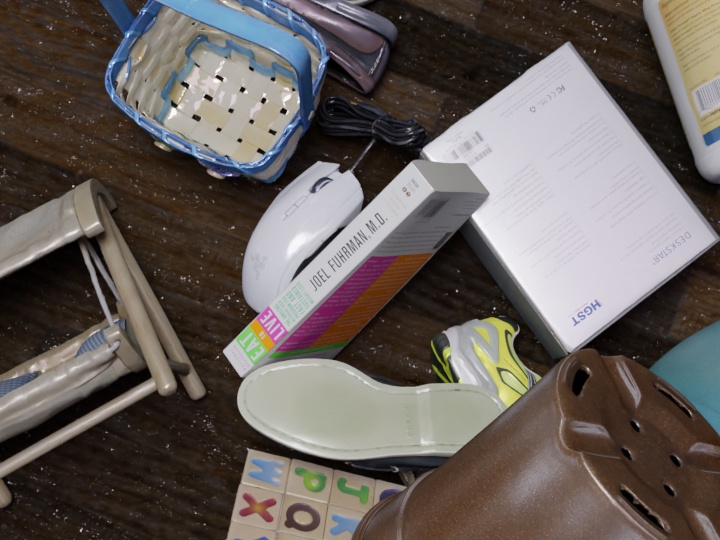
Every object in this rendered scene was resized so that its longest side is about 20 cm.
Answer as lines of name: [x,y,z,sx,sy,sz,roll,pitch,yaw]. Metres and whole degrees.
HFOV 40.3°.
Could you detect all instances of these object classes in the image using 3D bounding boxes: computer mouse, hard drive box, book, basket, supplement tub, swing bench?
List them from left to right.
swing bench: [-0.258,0.053,0.767,0.197,0.130,0.202,-29,82,-3]
basket: [-0.108,-0.155,0.755,0.174,0.200,0.141,26,75,11]
computer mouse: [-0.036,-0.055,0.808,0.109,0.044,0.202,29,83,34]
book: [0.000,0.000,0.733,0.200,0.133,0.048,-44,77,20]
hard drive box: [0.164,-0.054,0.805,0.155,0.077,0.201,-35,82,-4]
supplement tub: [0.313,-0.187,0.789,0.142,0.145,0.203,-16,82,-2]

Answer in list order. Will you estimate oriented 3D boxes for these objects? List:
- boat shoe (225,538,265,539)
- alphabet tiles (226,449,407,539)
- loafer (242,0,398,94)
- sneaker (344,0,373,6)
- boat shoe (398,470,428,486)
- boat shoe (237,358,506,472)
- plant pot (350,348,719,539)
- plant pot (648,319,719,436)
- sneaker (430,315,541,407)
boat shoe: [-0.026,0.258,0.654,0.199,0.068,0.057,33,127,18]
alphabet tiles: [-0.014,0.214,0.659,0.164,0.201,0.008,15,127,-4]
loafer: [-0.068,-0.209,0.836,0.197,0.072,0.064,18,86,0]
sneaker: [0.030,-0.321,0.841,0.074,0.085,0.201,34,84,5]
boat shoe: [0.078,0.190,0.775,0.071,0.065,0.202,-29,82,-4]
boat shoe: [0.007,0.113,0.724,0.195,0.066,0.076,2,60,-8]
plant pot: [0.123,0.170,0.608,0.200,0.200,0.199,41,123,6]
plant pot: [0.298,0.120,0.730,0.200,0.200,0.188,44,69,6]
sneaker: [0.131,0.129,0.781,0.076,0.075,0.202,-26,88,-13]
